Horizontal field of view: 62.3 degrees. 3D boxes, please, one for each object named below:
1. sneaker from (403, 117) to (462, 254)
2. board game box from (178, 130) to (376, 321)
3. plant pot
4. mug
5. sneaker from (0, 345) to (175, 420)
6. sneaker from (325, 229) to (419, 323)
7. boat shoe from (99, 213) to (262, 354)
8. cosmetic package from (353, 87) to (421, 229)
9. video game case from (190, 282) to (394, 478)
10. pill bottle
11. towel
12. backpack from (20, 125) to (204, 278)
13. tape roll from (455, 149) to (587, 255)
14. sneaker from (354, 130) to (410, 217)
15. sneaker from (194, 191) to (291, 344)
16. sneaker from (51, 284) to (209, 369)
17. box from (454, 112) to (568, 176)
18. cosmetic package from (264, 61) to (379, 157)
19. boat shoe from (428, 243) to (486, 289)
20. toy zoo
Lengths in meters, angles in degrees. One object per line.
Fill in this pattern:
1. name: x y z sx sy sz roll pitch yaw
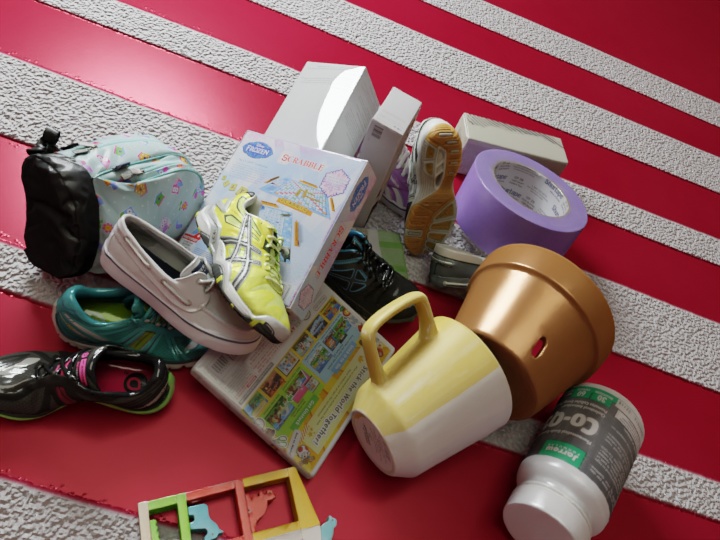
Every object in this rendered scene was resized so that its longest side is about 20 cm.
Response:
1. sneaker: 0.103 -0.124 0.878 0.074 0.204 0.088 4 29 -12
2. board game box: -0.108 -0.064 0.735 0.197 0.041 0.202 20 72 28
3. plant pot: 0.198 0.090 0.753 0.200 0.201 0.140 43 57 12
4. mug: 0.061 0.143 0.698 0.151 0.150 0.188 -29 77 -25
5. sneaker: -0.294 0.106 0.617 0.195 0.084 0.078 1 55 -21
6. sneaker: 0.000 0.000 0.777 0.197 0.082 0.074 28 51 -5
7. boat shoe: -0.186 0.016 0.641 0.198 0.066 0.074 33 31 -11
8. cosmetic package: 0.022 -0.149 0.843 0.050 0.201 0.083 26 51 0
9. video game case: -0.072 0.108 0.718 0.181 0.023 0.201 42 53 -3
10. pill bottle: 0.258 0.242 0.719 0.113 0.114 0.200 41 51 10
11. towel: -0.025 0.003 0.835 0.195 0.031 0.152 6 57 -20
12. backpack: -0.288 -0.083 0.715 0.126 0.169 0.199 37 36 14
13. tape roll: 0.252 -0.098 0.947 0.196 0.086 0.202 15 40 -13
14. sneaker: 0.065 -0.159 0.924 0.198 0.115 0.073 30 49 0
15. sneaker: -0.117 -0.013 0.643 0.076 0.076 0.202 -33 59 2
16. sneaker: -0.238 0.059 0.670 0.196 0.080 0.079 9 54 -27
17. box: 0.258 -0.206 1.053 0.195 0.083 0.070 11 52 -16
18. cosmetic package: -0.064 -0.199 0.864 0.111 0.081 0.203 16 69 28
19. boat shoe: 0.189 0.015 0.897 0.196 0.063 0.073 16 9 -22
20. toy zoo: -0.117 0.281 0.604 0.196 0.021 0.133 -5 59 -25
